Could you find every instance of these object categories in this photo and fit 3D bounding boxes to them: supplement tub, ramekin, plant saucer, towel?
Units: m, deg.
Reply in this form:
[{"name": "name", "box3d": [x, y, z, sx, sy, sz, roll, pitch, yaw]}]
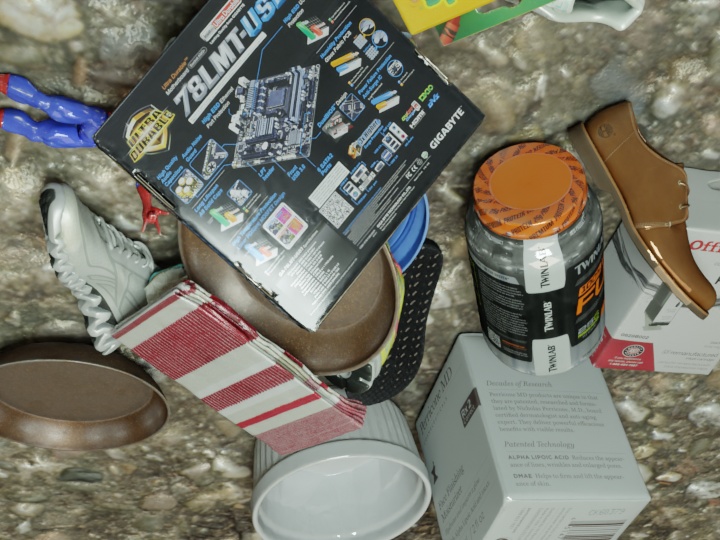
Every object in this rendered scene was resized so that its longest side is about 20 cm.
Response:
[{"name": "supplement tub", "box3d": [0.159, -0.009, 0.934, 0.120, 0.124, 0.202, -15, 138, 2]}, {"name": "ramekin", "box3d": [-0.026, 0.217, 1.139, 0.196, 0.106, 0.202, -7, 137, -6]}, {"name": "plant saucer", "box3d": [-0.282, 0.121, 1.003, 0.196, 0.035, 0.202, -1, 147, -1]}, {"name": "towel", "box3d": [-0.105, 0.088, 0.885, 0.199, 0.023, 0.143, 38, 143, -19]}, {"name": "plant saucer", "box3d": [-0.053, -0.008, 0.829, 0.197, 0.037, 0.203, 15, 128, 20]}]

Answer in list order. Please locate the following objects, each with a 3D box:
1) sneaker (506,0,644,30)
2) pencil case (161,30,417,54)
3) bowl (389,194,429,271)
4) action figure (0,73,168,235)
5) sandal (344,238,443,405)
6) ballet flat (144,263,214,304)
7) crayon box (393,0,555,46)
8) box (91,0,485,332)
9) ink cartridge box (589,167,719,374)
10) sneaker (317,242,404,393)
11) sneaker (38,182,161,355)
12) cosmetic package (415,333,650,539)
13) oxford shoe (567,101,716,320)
[{"name": "sneaker", "box3d": [0.118, -0.221, 0.732, 0.197, 0.081, 0.071, 5, 137, -17]}, {"name": "pencil case", "box3d": [-0.049, -0.134, 0.780, 0.196, 0.083, 0.092, -3, 118, -12]}, {"name": "bowl", "box3d": [-0.039, -0.046, 0.907, 0.197, 0.040, 0.203, -7, 137, -6]}, {"name": "action figure", "box3d": [-0.208, -0.092, 0.778, 0.197, 0.100, 0.066, 6, 136, -23]}, {"name": "sandal", "box3d": [0.032, 0.049, 1.030, 0.074, 0.045, 0.203, 3, 121, -25]}, {"name": "ballet flat", "box3d": [-0.132, 0.061, 0.943, 0.071, 0.073, 0.200, -17, 153, 5]}, {"name": "crayon box", "box3d": [0.059, -0.239, 0.654, 0.125, 0.051, 0.201, -17, 122, 29]}, {"name": "box", "box3d": [-0.047, -0.098, 0.716, 0.198, 0.050, 0.201, 41, 84, -9]}, {"name": "ink cartridge box", "box3d": [0.318, 0.006, 1.018, 0.144, 0.084, 0.202, 4, 135, -17]}, {"name": "sneaker", "box3d": [0.000, 0.000, 0.892, 0.077, 0.090, 0.203, 18, 125, 26]}, {"name": "sneaker", "box3d": [-0.218, -0.009, 0.885, 0.080, 0.076, 0.201, -18, 146, -6]}, {"name": "cosmetic package", "box3d": [0.173, 0.198, 1.097, 0.162, 0.202, 0.166, 4, 136, -18]}, {"name": "oxford shoe", "box3d": [0.258, -0.052, 0.886, 0.071, 0.071, 0.202, -31, 93, 16]}]
